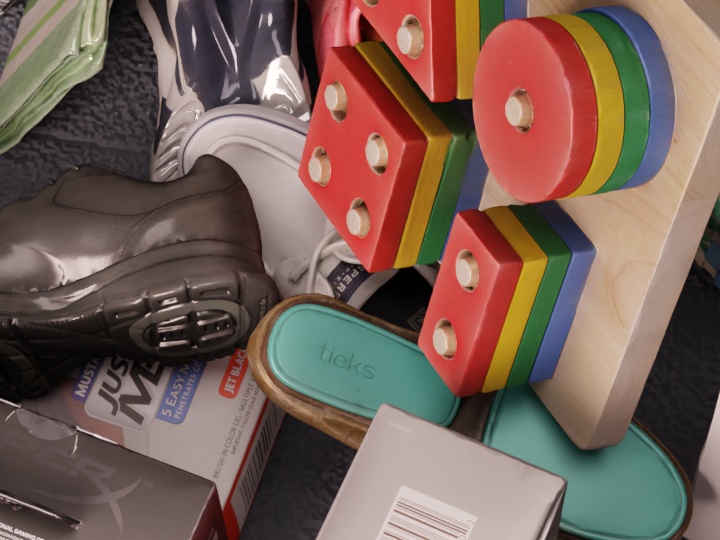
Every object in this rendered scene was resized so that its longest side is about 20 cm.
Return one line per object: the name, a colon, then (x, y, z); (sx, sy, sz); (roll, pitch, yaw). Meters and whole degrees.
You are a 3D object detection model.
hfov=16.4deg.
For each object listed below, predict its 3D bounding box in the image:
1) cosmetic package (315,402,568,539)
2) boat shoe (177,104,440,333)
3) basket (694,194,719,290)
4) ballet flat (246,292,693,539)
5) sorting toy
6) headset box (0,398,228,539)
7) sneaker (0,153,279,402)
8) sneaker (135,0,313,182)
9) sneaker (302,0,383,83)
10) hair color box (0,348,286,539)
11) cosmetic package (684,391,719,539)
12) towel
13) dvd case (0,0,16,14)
cosmetic package: (0.026, 0.142, 1.021); (0.090, 0.200, 0.107); (21, 73, 13)
boat shoe: (0.000, 0.000, 1.117); (0.200, 0.065, 0.074); (37, 99, -4)
basket: (0.166, -0.100, 1.135); (0.139, 0.176, 0.201); (-23, 79, -6)
ballet flat: (0.044, 0.069, 1.063); (0.199, 0.072, 0.068); (20, 75, -4)
sorting toy: (0.053, -0.061, 0.999); (0.069, 0.199, 0.200); (-9, 44, -29)
headset box: (-0.134, 0.119, 1.033); (0.148, 0.200, 0.075); (20, 68, 9)
sneaker: (-0.136, 0.001, 1.088); (0.199, 0.076, 0.091); (-8, 58, 1)
sneaker: (-0.066, -0.096, 1.196); (0.079, 0.130, 0.200); (-6, 105, -3)
sneaker: (0.010, -0.126, 1.196); (0.073, 0.087, 0.201); (-8, 66, -3)
hair color box: (-0.138, 0.053, 1.136); (0.199, 0.064, 0.111); (17, 69, 9)
cosmetic package: (0.179, 0.057, 1.052); (0.050, 0.200, 0.083); (27, 70, 13)
towel: (-0.123, -0.161, 1.189); (0.023, 0.152, 0.201); (24, 66, -19)
dvd case: (-0.123, -0.216, 1.185); (0.022, 0.200, 0.147); (26, 67, -19)
